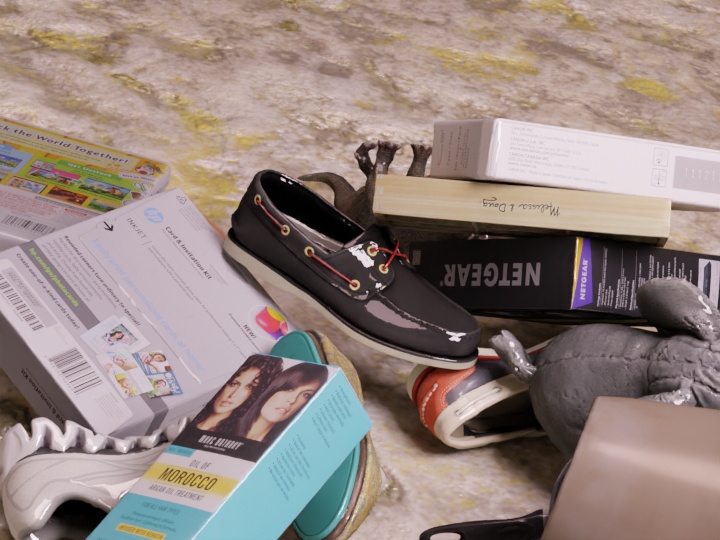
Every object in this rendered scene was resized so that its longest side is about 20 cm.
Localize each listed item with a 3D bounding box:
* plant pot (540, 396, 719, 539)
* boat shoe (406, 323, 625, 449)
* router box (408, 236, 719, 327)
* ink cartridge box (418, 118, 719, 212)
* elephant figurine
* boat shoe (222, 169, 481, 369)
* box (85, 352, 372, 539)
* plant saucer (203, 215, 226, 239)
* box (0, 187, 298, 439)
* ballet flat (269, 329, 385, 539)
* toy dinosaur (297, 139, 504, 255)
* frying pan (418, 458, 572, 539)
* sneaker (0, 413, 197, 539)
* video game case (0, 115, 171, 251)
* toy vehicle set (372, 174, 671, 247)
[{"bbox_3d":[0.198,0.158,1.458,0.172,0.201,0.200,22,29,7],"label":"plant pot"},{"bbox_3d":[0.131,0.085,1.723,0.199,0.072,0.063,-5,36,-25],"label":"boat shoe"},{"bbox_3d":[0.151,0.010,1.768,0.156,0.053,0.199,6,-4,-34],"label":"router box"},{"bbox_3d":[0.138,-0.071,1.734,0.199,0.045,0.176,7,-2,-25],"label":"ink cartridge box"},{"bbox_3d":[0.209,0.073,1.610,0.154,0.143,0.200,-13,-8,-28],"label":"elephant figurine"},{"bbox_3d":[-0.001,0.001,1.697,0.201,0.063,0.074,32,26,16],"label":"boat shoe"},{"bbox_3d":[-0.086,0.135,1.450,0.082,0.049,0.200,7,46,45],"label":"box"},{"bbox_3d":[-0.188,-0.004,1.798,0.198,0.038,0.201,10,27,-5],"label":"plant saucer"},{"bbox_3d":[-0.153,0.035,1.671,0.199,0.041,0.156,-25,67,-44],"label":"box"},{"bbox_3d":[-0.016,0.118,1.614,0.070,0.071,0.201,4,37,-15],"label":"ballet flat"},{"bbox_3d":[0.028,-0.046,1.910,0.199,0.103,0.077,8,-1,22],"label":"toy dinosaur"},{"bbox_3d":[0.145,0.173,1.576,0.115,0.189,0.031,59,19,-6],"label":"frying pan"},{"bbox_3d":[-0.125,0.136,1.531,0.198,0.076,0.081,-5,40,-8],"label":"sneaker"},{"bbox_3d":[-0.260,-0.062,1.816,0.199,0.023,0.182,15,28,9],"label":"video game case"},{"bbox_3d":[0.111,-0.039,1.694,0.198,0.027,0.124,5,-3,6],"label":"toy vehicle set"}]
